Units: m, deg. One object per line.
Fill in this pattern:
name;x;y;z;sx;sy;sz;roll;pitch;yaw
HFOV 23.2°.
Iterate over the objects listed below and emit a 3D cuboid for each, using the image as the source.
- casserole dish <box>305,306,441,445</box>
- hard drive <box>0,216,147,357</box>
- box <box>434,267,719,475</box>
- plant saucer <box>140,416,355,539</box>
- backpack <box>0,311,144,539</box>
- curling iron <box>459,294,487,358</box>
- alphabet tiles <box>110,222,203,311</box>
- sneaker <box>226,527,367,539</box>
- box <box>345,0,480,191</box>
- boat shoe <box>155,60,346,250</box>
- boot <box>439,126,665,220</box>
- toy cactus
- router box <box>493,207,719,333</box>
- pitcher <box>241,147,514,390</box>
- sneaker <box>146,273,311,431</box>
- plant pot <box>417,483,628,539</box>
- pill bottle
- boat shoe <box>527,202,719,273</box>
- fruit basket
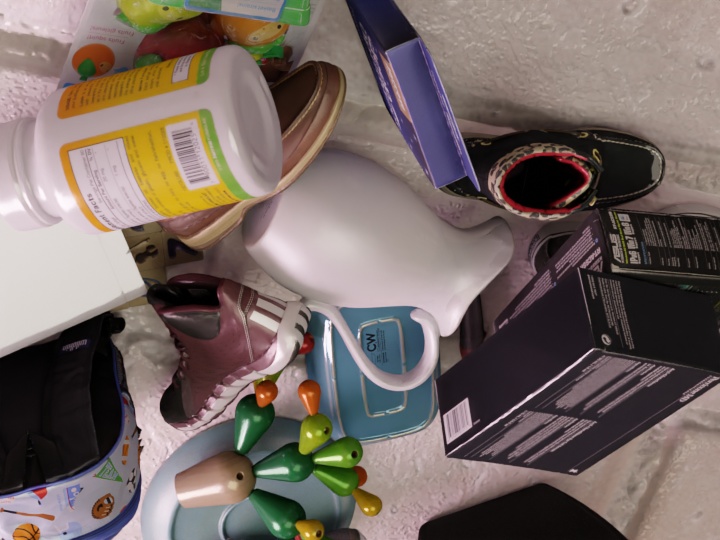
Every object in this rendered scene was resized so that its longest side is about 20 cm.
casserole dish;0.015;0.076;1.528;0.121;0.039;0.200;-11;120;-11
hard drive;-0.283;-0.003;1.366;0.200;0.026;0.132;-24;106;-8
box;0.175;0.086;1.414;0.141;0.079;0.200;14;144;-30
plant saucer;-0.097;0.222;1.582;0.200;0.027;0.200;-7;119;-13
backpack;-0.260;0.147;1.392;0.200;0.191;0.154;-18;118;-5
curling iron;0.109;0.065;1.553;0.050;0.026;0.200;3;121;24
alphabet tiles;-0.228;-0.036;1.410;0.200;0.006;0.167;-10;121;-11
sneaker;-0.090;0.271;1.555;0.200;0.077;0.082;-27;116;-2
box;0.033;-0.143;1.314;0.032;0.200;0.121;-24;122;-2
boat shoe;-0.092;-0.092;1.350;0.068;0.072;0.200;28;125;-36
boot;0.173;-0.074;1.418;0.203;0.154;0.074;0;99;-15
toy cactus;-0.077;0.162;1.502;0.165;0.102;0.200;-15;101;12
router box;0.221;0.028;1.466;0.150;0.062;0.200;4;149;-23
pitcher;0.000;0.000;1.422;0.200;0.121;0.172;21;100;-22
sneaker;-0.136;0.054;1.423;0.115;0.076;0.200;31;137;-22
plant pot;0.152;0.315;1.621;0.199;0.177;0.200;-18;121;-6
pill bottle;-0.167;-0.089;1.281;0.200;0.111;0.111;-12;124;15
boat shoe;0.248;-0.009;1.534;0.200;0.064;0.071;-8;120;-13
fruit basket;-0.116;-0.183;1.310;0.185;0.094;0.200;5;126;-29
